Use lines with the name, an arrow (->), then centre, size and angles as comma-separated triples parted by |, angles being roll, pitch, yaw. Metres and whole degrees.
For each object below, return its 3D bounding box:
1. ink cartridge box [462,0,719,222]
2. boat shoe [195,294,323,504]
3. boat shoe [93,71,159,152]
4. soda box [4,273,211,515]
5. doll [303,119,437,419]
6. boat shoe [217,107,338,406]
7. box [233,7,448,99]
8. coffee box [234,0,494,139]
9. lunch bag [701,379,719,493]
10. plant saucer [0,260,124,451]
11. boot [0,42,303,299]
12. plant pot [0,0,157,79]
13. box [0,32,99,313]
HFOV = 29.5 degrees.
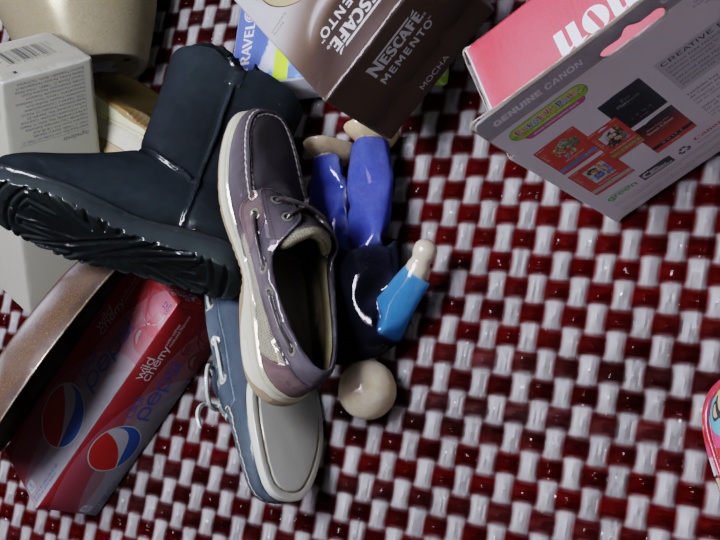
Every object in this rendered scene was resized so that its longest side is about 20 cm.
ink cartridge box -> 0.166, -0.134, 0.749 | 0.199, 0.175, 0.085 | -35, 57, 25
boat shoe -> -0.077, 0.072, 0.952 | 0.061, 0.075, 0.203 | -28, 60, 28
boat shoe -> -0.153, -0.087, 1.071 | 0.199, 0.073, 0.067 | 37, 124, 33
soda box -> -0.186, 0.089, 1.043 | 0.201, 0.063, 0.070 | -54, 51, 14
doll -> 0.000, 0.000, 0.927 | 0.135, 0.048, 0.203 | -17, 67, 38
boat shoe -> -0.047, -0.016, 0.897 | 0.064, 0.071, 0.203 | -22, 67, 43
box -> -0.020, -0.191, 1.002 | 0.198, 0.047, 0.124 | 0, 76, 38
coffee box -> -0.018, -0.199, 0.919 | 0.113, 0.079, 0.200 | -50, 53, 13
lunch bag -> 0.276, 0.104, 0.650 | 0.199, 0.081, 0.178 | -29, 61, 29
plant saucer -> -0.235, 0.058, 1.022 | 0.032, 0.200, 0.201 | 36, 103, -1
boot -> -0.149, -0.085, 0.957 | 0.077, 0.197, 0.170 | 119, 167, -59
plant pot -> -0.241, -0.257, 1.133 | 0.185, 0.186, 0.203 | -18, 80, 34
box -> -0.250, -0.075, 1.070 | 0.068, 0.081, 0.203 | 33, 131, 41
